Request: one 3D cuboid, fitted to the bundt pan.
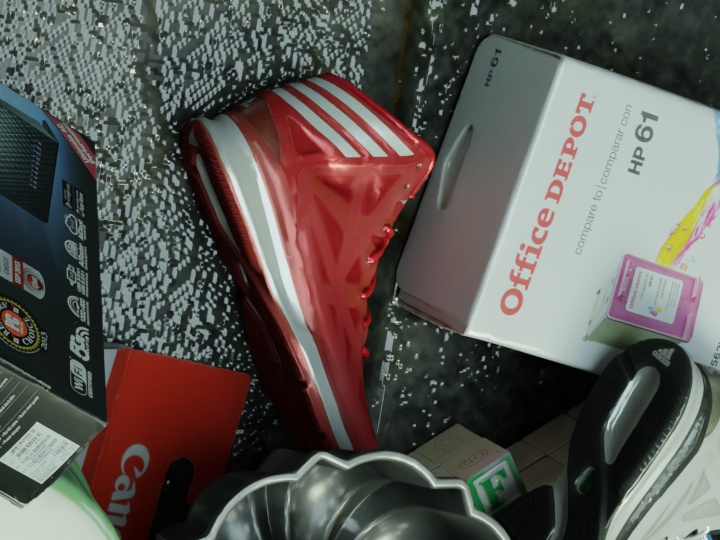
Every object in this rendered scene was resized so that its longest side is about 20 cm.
[{"bbox_3d":[-0.024,0.173,1.238,0.201,0.076,0.203,-5,101,-25],"label":"bundt pan"}]

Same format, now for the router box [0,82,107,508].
[{"bbox_3d":[-0.184,-0.016,1.115,0.149,0.201,0.062,32,118,-29],"label":"router box"}]

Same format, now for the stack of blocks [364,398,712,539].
[{"bbox_3d":[0.071,0.139,1.353,0.199,0.059,0.116,-30,113,-16],"label":"stack of blocks"}]

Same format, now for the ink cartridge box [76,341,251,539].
[{"bbox_3d":[-0.153,0.108,1.246,0.199,0.057,0.164,14,96,-23],"label":"ink cartridge box"}]

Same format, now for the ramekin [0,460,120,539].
[{"bbox_3d":[-0.193,0.151,1.157,0.199,0.098,0.201,-7,107,-24],"label":"ramekin"}]

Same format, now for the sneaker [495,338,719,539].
[{"bbox_3d":[0.132,0.137,1.307,0.115,0.076,0.201,26,103,-42],"label":"sneaker"}]

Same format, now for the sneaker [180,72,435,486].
[{"bbox_3d":[0.000,0.000,1.276,0.115,0.078,0.201,-26,114,-16],"label":"sneaker"}]

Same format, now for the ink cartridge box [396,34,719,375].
[{"bbox_3d":[0.136,-0.019,1.331,0.199,0.085,0.145,16,96,-27],"label":"ink cartridge box"}]
